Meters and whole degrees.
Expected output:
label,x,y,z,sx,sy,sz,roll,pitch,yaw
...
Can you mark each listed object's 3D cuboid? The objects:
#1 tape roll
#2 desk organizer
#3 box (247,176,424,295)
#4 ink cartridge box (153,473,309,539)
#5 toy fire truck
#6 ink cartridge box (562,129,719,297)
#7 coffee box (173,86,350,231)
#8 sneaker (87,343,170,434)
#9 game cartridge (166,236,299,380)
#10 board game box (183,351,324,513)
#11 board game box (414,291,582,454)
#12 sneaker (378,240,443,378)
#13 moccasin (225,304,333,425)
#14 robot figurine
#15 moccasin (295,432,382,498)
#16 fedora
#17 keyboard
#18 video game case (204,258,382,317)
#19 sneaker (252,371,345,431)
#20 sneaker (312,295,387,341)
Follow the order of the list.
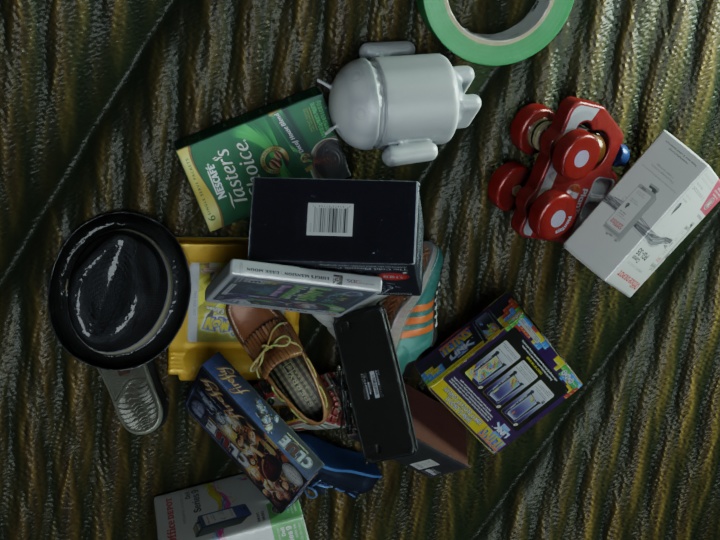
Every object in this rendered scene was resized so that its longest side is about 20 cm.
label,x,y,z,sx,sy,sz,roll,pitch,yaw
tape roll,0.168,-0.359,1.590,0.199,0.048,0.202,-4,113,-10
desk organizer,0.069,0.218,1.779,0.071,0.077,0.200,-20,145,31
box,-0.024,-0.038,1.560,0.199,0.182,0.105,2,78,6
ink cartridge box,-0.177,0.358,1.758,0.199,0.145,0.088,-15,114,-6
toy fire truck,0.277,-0.128,1.688,0.167,0.112,0.201,5,114,-40
ink cartridge box,0.380,-0.070,1.699,0.200,0.083,0.146,-49,154,9
coffee box,-0.124,-0.140,1.619,0.199,0.044,0.123,-20,115,-3
sneaker,-0.306,0.118,1.679,0.074,0.106,0.201,-15,85,-2
game cartridge,-0.167,0.053,1.697,0.175,0.032,0.201,0,111,-12
board game box,-0.143,0.214,1.669,0.200,0.136,0.035,46,57,9
board game box,0.194,0.146,1.772,0.165,0.057,0.200,-38,131,6
sneaker,0.073,0.056,1.735,0.080,0.071,0.201,15,106,-34
moccasin,-0.107,0.116,1.660,0.073,0.078,0.202,-29,93,-2
robot figurine,0.046,-0.209,1.584,0.199,0.170,0.113,-5,157,-16
moccasin,-0.050,0.283,1.768,0.200,0.081,0.068,27,109,-39
fedora,-0.304,0.024,1.584,0.199,0.092,0.202,0,87,-2
keyboard,0.012,0.150,1.676,0.104,0.040,0.201,-13,87,20
video game case,-0.087,0.024,1.558,0.181,0.200,0.023,7,78,-14
sneaker,-0.075,0.183,1.755,0.199,0.082,0.078,6,68,-27
sneaker,0.000,0.000,1.684,0.099,0.078,0.200,36,105,-14
